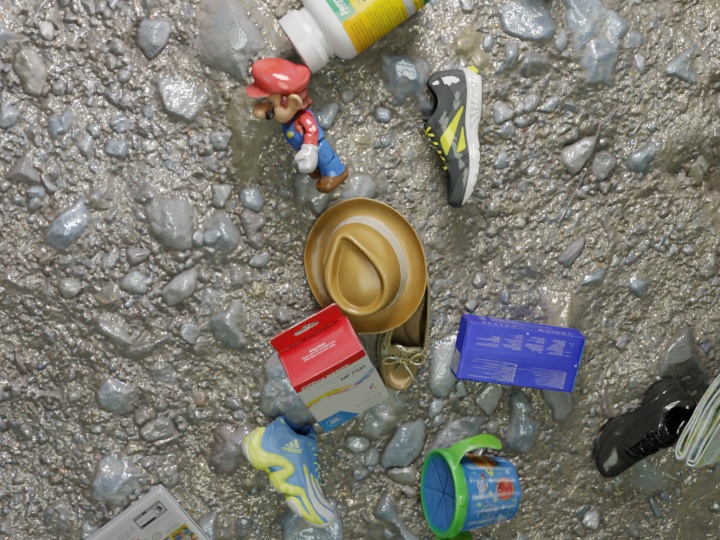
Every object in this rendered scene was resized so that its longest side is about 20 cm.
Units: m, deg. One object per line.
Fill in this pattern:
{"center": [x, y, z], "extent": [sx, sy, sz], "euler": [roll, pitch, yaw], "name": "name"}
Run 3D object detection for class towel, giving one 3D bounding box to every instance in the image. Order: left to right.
{"center": [0.585, 0.231, 1.581], "extent": [0.199, 0.048, 0.173], "euler": [7, 113, -54], "name": "towel"}

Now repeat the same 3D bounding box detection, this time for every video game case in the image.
{"center": [-0.337, 0.460, 1.546], "extent": [0.199, 0.023, 0.183], "euler": [-36, 109, 1], "name": "video game case"}

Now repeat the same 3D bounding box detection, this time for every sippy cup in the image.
{"center": [0.179, 0.350, 1.556], "extent": [0.128, 0.178, 0.142], "euler": [2, 63, -21], "name": "sippy cup"}

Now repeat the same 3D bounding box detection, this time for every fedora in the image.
{"center": [0.000, 0.000, 1.406], "extent": [0.197, 0.082, 0.204], "euler": [3, 102, 13], "name": "fedora"}

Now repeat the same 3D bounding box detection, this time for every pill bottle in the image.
{"center": [-0.007, -0.356, 1.311], "extent": [0.199, 0.113, 0.113], "euler": [-35, 109, 2], "name": "pill bottle"}

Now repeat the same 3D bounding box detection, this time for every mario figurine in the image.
{"center": [-0.100, -0.195, 1.337], "extent": [0.106, 0.122, 0.201], "euler": [-53, 129, -30], "name": "mario figurine"}

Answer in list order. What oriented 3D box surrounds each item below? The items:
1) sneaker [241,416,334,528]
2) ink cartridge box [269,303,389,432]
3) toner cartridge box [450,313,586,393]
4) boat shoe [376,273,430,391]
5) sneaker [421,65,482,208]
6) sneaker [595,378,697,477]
{"center": [-0.087, 0.307, 1.516], "extent": [0.105, 0.076, 0.200], "euler": [-42, 108, 3], "name": "sneaker"}
{"center": [-0.043, 0.144, 1.428], "extent": [0.115, 0.068, 0.201], "euler": [-29, 144, -1], "name": "ink cartridge box"}
{"center": [0.247, 0.130, 1.540], "extent": [0.197, 0.043, 0.096], "euler": [9, 106, -12], "name": "toner cartridge box"}
{"center": [0.068, 0.094, 1.486], "extent": [0.072, 0.063, 0.203], "euler": [2, 106, -11], "name": "boat shoe"}
{"center": [0.128, -0.192, 1.414], "extent": [0.083, 0.074, 0.203], "euler": [1, 98, -4], "name": "sneaker"}
{"center": [0.464, 0.265, 1.596], "extent": [0.076, 0.091, 0.200], "euler": [39, 98, -20], "name": "sneaker"}
